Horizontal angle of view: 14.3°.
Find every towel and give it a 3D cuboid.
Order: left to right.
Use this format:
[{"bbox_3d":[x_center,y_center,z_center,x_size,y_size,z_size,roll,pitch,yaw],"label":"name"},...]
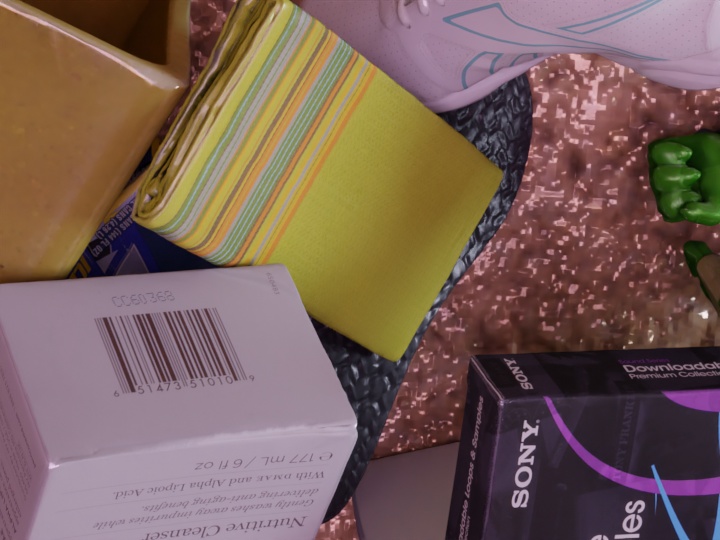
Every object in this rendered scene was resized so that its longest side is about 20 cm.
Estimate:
[{"bbox_3d":[-0.011,-0.029,0.992,0.018,0.200,0.086,31,90,28],"label":"towel"}]

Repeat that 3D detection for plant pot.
[{"bbox_3d":[-0.187,-0.048,1.005,0.194,0.196,0.201,25,108,-11],"label":"plant pot"}]

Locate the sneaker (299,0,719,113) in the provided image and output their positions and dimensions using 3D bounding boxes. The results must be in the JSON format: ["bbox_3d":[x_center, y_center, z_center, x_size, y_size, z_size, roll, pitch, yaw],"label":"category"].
[{"bbox_3d":[0.053,-0.105,1.011,0.080,0.200,0.071,37,57,-47],"label":"sneaker"}]

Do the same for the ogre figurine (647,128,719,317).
[{"bbox_3d":[0.206,0.017,1.094,0.120,0.098,0.201,-30,71,3],"label":"ogre figurine"}]

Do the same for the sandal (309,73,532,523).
[{"bbox_3d":[0.000,0.000,1.095,0.075,0.045,0.201,28,87,-33],"label":"sandal"}]

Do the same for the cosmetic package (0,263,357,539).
[{"bbox_3d":[-0.086,0.095,0.978,0.112,0.081,0.200,-5,138,-24],"label":"cosmetic package"}]

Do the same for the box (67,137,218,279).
[{"bbox_3d":[-0.128,0.042,1.093,0.200,0.064,0.070,-42,104,7],"label":"box"}]

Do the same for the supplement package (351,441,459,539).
[{"bbox_3d":[0.069,0.174,1.122,0.113,0.110,0.201,-11,106,-2],"label":"supplement package"}]

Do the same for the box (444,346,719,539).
[{"bbox_3d":[0.124,0.096,0.981,0.199,0.036,0.144,-1,115,-17],"label":"box"}]
